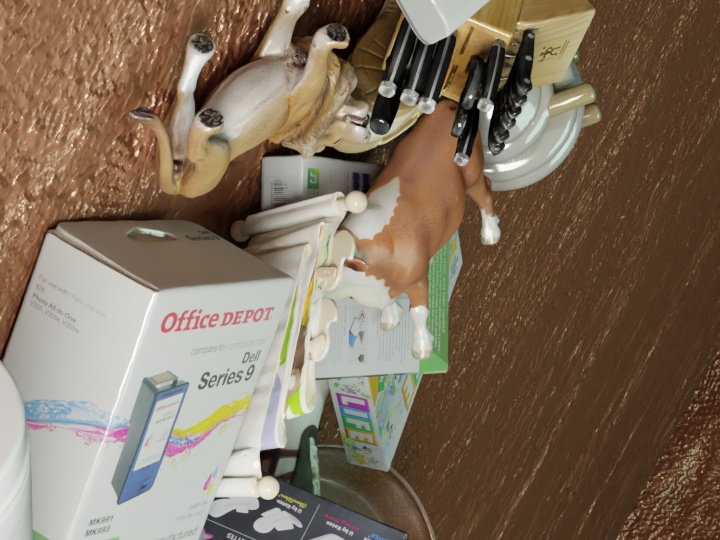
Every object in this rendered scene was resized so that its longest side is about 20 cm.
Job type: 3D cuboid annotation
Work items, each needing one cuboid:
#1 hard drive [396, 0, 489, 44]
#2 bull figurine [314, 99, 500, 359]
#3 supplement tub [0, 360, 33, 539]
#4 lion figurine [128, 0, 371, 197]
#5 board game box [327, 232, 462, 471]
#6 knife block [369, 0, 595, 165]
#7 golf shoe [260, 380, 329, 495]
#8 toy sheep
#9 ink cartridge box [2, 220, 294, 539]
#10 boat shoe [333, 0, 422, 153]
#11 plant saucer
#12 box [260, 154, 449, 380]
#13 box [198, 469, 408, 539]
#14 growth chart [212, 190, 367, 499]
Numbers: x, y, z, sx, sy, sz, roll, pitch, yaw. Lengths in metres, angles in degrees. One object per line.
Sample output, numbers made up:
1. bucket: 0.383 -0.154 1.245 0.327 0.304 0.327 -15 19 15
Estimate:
1. hard drive: 0.063 -0.238 1.201 0.026 0.132 0.200 -19 -163 43
2. bull figurine: 0.029 -0.022 1.275 0.200 0.065 0.122 -52 141 -36
3. supplement tub: -0.216 0.136 0.912 0.132 0.132 0.201 -47 156 -40
4. lion figurine: -0.068 -0.089 1.128 0.200 0.073 0.123 -28 158 -37
5. board game box: 0.028 0.030 1.476 0.135 0.034 0.201 78 27 -53
6. knife block: 0.047 -0.158 1.228 0.175 0.200 0.064 -14 145 -34
7. golf shoe: -0.054 0.145 1.421 0.201 0.088 0.077 -64 160 -6
8. toy sheep: 0.100 -0.121 1.413 0.138 0.137 0.200 -63 166 -3
9. ink cartridge box: -0.136 0.078 1.106 0.145 0.087 0.201 -5 118 -62
10. boat shoe: 0.029 -0.143 1.309 0.069 0.074 0.200 -49 179 41
11. plant saucer: -0.033 0.233 1.506 0.201 0.200 0.037 -55 -161 -24
12. box: 0.000 0.000 1.324 0.200 0.036 0.145 3 89 -57
13. box: -0.056 0.234 1.265 0.200 0.132 0.115 97 18 -55
14. growth chart: -0.061 0.047 1.188 0.018 0.144 0.201 25 75 -36
